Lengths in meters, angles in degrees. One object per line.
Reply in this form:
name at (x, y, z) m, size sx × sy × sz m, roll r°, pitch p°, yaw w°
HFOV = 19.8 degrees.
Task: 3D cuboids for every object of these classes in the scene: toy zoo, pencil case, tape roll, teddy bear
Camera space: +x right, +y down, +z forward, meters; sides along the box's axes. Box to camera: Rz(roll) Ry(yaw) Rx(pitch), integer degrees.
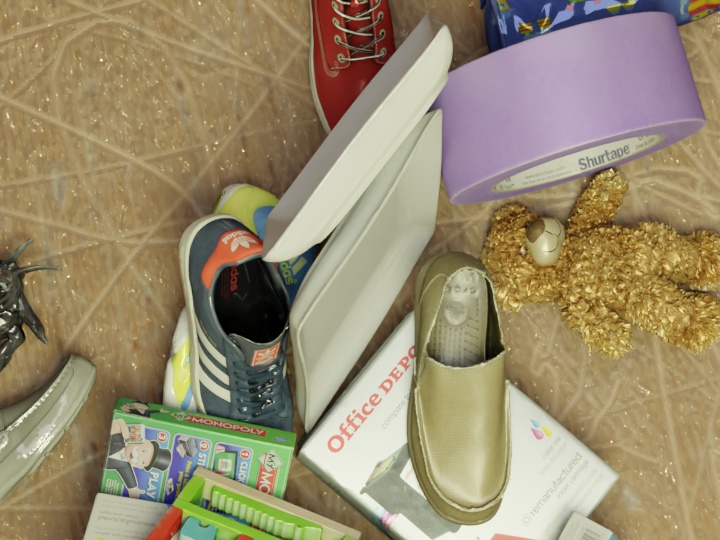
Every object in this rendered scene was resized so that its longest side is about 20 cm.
toy zoo at (-0.093, 0.219, 1.391) m, size 0.131 × 0.200 × 0.021 m, roll 21°, pitch 126°, yaw 11°
pencil case at (0.189, -0.216, 1.604) m, size 0.199 × 0.078 × 0.087 m, roll -19°, pitch 74°, yaw -5°
tape roll at (0.150, -0.118, 1.530) m, size 0.199 × 0.200 × 0.085 m, roll -15°, pitch 84°, yaw -5°
teddy bear at (0.194, -0.002, 1.585) m, size 0.199 × 0.067 × 0.145 m, roll 29°, pitch 80°, yaw 0°

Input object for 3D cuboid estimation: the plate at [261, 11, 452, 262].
plate at (0.003, -0.092, 1.453) m, size 0.032 × 0.200 × 0.200 m, roll 38°, pitch 97°, yaw -8°

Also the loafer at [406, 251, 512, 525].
loafer at (0.070, 0.083, 1.484) m, size 0.076 × 0.067 × 0.201 m, roll -6°, pitch 82°, yaw -5°

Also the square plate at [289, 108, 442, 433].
square plate at (0.000, 0.000, 1.493) m, size 0.028 × 0.200 × 0.199 m, roll 28°, pitch 68°, yaw 13°

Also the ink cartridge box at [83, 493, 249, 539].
ink cartridge box at (-0.146, 0.250, 1.412) m, size 0.115 × 0.200 × 0.068 m, roll 8°, pitch 126°, yaw 0°

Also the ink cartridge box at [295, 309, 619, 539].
ink cartridge box at (0.070, 0.146, 1.553) m, size 0.200 × 0.083 × 0.146 m, roll 39°, pitch 83°, yaw 2°

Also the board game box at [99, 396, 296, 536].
board game box at (-0.131, 0.201, 1.520) m, size 0.134 × 0.029 × 0.201 m, roll 12°, pitch 109°, yaw -2°

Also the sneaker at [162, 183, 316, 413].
sneaker at (-0.083, 0.037, 1.562) m, size 0.105 × 0.076 × 0.201 m, roll 16°, pitch 82°, yaw -2°

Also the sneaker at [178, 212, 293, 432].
sneaker at (-0.079, 0.061, 1.491) m, size 0.075 × 0.084 × 0.201 m, roll -25°, pitch 117°, yaw -24°

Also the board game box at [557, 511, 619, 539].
board game box at (0.135, 0.284, 1.513) m, size 0.034 × 0.134 × 0.201 m, roll 27°, pitch 81°, yaw 24°

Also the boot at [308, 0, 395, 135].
boot at (-0.004, -0.183, 1.558) m, size 0.072 × 0.144 × 0.201 m, roll -10°, pitch 85°, yaw -6°

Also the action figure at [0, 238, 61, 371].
action figure at (-0.314, 0.049, 1.537) m, size 0.119 × 0.102 × 0.200 m, roll 43°, pitch 84°, yaw 14°

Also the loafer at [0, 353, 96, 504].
loafer at (-0.277, 0.135, 1.543) m, size 0.070 × 0.070 × 0.200 m, roll 42°, pitch 83°, yaw -6°
